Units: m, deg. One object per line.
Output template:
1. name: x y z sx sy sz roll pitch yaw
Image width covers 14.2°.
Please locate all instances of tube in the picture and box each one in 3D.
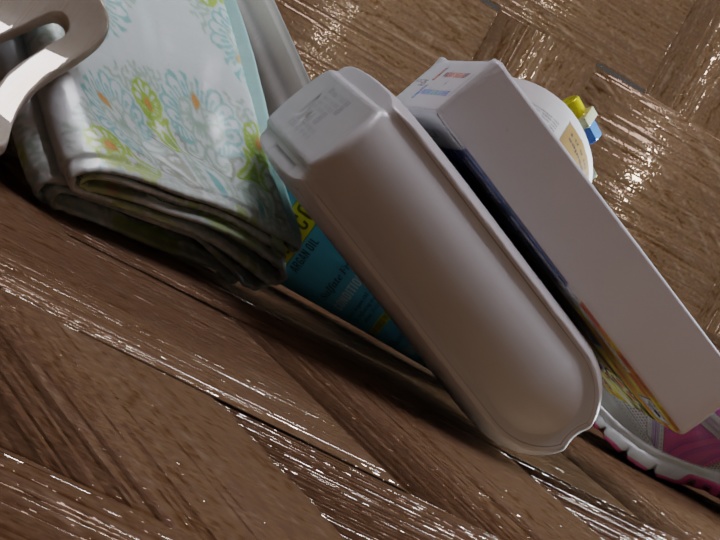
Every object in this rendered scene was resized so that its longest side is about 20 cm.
1. tube: 0.000 0.000 1.543 0.200 0.078 0.050 31 29 -7

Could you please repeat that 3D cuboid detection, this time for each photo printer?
1. photo printer: 0.040 0.000 1.412 0.200 0.069 0.166 52 -1 -14

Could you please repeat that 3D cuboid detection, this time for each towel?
1. towel: -0.112 -0.095 1.437 0.171 0.048 0.201 25 38 -48

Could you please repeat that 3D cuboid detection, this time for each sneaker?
1. sneaker: 0.211 0.089 1.702 0.199 0.088 0.081 29 4 0

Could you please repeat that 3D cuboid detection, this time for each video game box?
1. video game box: 0.098 -0.017 1.449 0.200 0.047 0.182 52 0 -7

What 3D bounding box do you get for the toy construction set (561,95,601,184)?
1. toy construction set: 0.066 -0.041 1.887 0.092 0.131 0.200 51 -33 -2

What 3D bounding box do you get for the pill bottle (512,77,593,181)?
1. pill bottle: 0.063 -0.032 1.692 0.114 0.115 0.200 29 26 4

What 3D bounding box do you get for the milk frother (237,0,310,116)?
1. milk frother: -0.155 -0.134 1.717 0.199 0.181 0.189 -1 -53 34

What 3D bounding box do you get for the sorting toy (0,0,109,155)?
1. sorting toy: -0.210 -0.135 1.317 0.180 0.107 0.200 38 43 -1
